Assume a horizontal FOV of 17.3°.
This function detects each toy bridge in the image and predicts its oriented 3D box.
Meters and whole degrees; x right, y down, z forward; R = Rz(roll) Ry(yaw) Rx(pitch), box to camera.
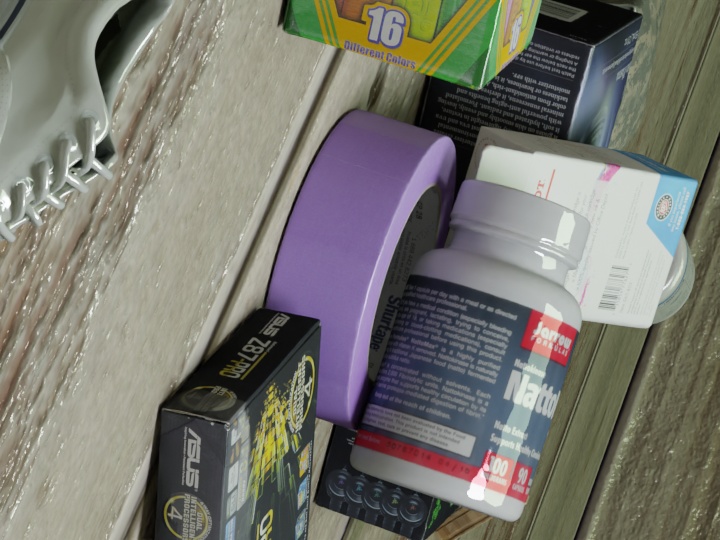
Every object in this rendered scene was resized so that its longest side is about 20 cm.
[{"bbox_3d":[0.054,0.223,1.895,0.199,0.027,0.067,-35,180,9],"label":"toy bridge"}]

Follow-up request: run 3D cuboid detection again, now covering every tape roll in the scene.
[{"bbox_3d":[0.000,0.000,1.546,0.200,0.065,0.202,18,90,-77],"label":"tape roll"}]

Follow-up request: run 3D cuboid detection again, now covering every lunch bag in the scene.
[{"bbox_3d":[0.189,-0.161,2.023,0.164,0.117,0.202,-49,149,-63],"label":"lunch bag"}]

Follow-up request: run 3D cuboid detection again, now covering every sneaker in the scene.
[{"bbox_3d":[-0.131,-0.050,0.899,0.073,0.070,0.201,78,31,-65],"label":"sneaker"}]

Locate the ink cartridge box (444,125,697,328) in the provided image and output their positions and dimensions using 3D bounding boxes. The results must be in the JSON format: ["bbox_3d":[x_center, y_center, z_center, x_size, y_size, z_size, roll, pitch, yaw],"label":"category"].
[{"bbox_3d":[0.130,-0.032,1.656,0.199,0.068,0.116,8,105,-37],"label":"ink cartridge box"}]

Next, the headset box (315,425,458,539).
[{"bbox_3d":[0.050,0.098,1.825,0.174,0.092,0.202,-25,132,-72],"label":"headset box"}]

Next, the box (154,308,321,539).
[{"bbox_3d":[-0.075,0.144,1.414,0.161,0.049,0.202,-43,141,-62],"label":"box"}]

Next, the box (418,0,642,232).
[{"bbox_3d":[0.121,-0.106,1.796,0.200,0.122,0.200,-37,143,-68],"label":"box"}]

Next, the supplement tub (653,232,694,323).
[{"bbox_3d":[0.325,-0.008,2.781,0.200,0.131,0.133,34,74,-78],"label":"supplement tub"}]

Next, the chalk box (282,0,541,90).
[{"bbox_3d":[0.048,-0.223,1.319,0.124,0.123,0.202,-45,149,-65],"label":"chalk box"}]

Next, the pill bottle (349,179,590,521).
[{"bbox_3d":[0.077,0.050,1.529,0.120,0.119,0.202,38,69,-77],"label":"pill bottle"}]
